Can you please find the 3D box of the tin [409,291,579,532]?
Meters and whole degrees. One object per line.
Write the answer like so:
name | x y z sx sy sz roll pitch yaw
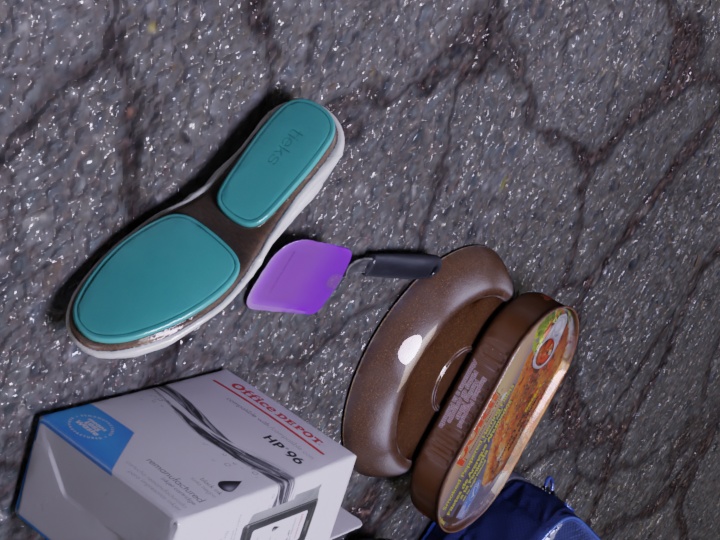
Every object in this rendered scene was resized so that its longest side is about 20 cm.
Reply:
tin | 0.105 0.110 1.184 0.201 0.042 0.112 -61 154 2

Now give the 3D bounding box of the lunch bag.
lunch bag | 0.119 0.267 1.313 0.201 0.132 0.136 -52 133 -11

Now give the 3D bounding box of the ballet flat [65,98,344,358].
ballet flat | -0.080 -0.014 0.840 0.200 0.069 0.070 -47 148 -23

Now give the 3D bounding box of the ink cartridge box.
ink cartridge box | -0.086 0.121 0.888 0.199 0.115 0.068 -11 125 -54

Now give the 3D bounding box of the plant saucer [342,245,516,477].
plant saucer | 0.063 0.078 1.160 0.200 0.032 0.202 -38 144 -34

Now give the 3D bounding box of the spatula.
spatula | 0.000 0.000 1.003 0.199 0.021 0.057 -7 134 -57

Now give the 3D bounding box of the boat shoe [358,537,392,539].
boat shoe | -0.024 0.297 1.178 0.200 0.074 0.066 -55 148 -8
